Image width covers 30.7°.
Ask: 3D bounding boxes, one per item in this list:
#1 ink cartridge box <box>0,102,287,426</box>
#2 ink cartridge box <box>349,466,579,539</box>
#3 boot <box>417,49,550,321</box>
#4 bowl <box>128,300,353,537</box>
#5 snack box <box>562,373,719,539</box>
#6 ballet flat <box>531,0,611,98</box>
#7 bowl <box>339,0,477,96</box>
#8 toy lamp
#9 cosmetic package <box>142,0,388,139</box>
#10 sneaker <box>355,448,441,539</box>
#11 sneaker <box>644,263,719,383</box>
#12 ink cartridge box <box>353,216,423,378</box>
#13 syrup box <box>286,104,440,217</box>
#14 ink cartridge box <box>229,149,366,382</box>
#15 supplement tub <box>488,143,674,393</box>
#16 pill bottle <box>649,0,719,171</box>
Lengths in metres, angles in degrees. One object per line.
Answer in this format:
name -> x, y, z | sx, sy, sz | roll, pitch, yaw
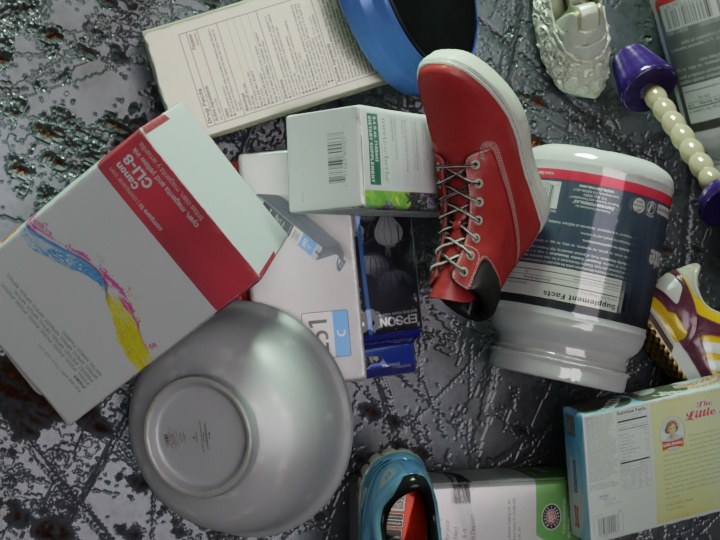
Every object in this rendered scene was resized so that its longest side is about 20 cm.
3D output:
ink cartridge box -> -0.185, -0.008, 1.031 | 0.200, 0.145, 0.145 | -37, 100, 13
ink cartridge box -> 0.090, 0.254, 1.172 | 0.199, 0.084, 0.147 | 1, 90, -14
boot -> 0.079, -0.059, 1.026 | 0.145, 0.072, 0.200 | -57, 135, -32
bowl -> -0.113, 0.127, 1.064 | 0.200, 0.090, 0.202 | 1, 93, 19
snack box -> 0.277, 0.162, 1.164 | 0.199, 0.037, 0.117 | -9, 100, -21
ballet flat -> 0.191, -0.256, 1.203 | 0.071, 0.072, 0.201 | -15, 95, -14
bowl -> 0.040, -0.249, 1.101 | 0.200, 0.039, 0.202 | 30, 54, -52
toy lamp -> 0.281, -0.128, 1.170 | 0.058, 0.201, 0.058 | -13, 139, -12
cosmetic package -> -0.076, -0.181, 1.114 | 0.199, 0.071, 0.106 | -17, 98, -6
sneaker -> 0.027, 0.250, 1.067 | 0.078, 0.090, 0.201 | 0, 92, -13
sneaker -> 0.340, 0.090, 1.243 | 0.090, 0.075, 0.200 | -36, 100, -6
ink cartridge box -> 0.000, 0.000, 1.169 | 0.099, 0.039, 0.201 | -8, 93, -16
syrup box -> 0.032, -0.086, 1.086 | 0.199, 0.081, 0.079 | -1, 89, -51
ink cartridge box -> -0.090, 0.001, 1.118 | 0.175, 0.045, 0.201 | -6, 91, -1
supplement tub -> 0.194, -0.002, 1.168 | 0.140, 0.140, 0.201 | 12, 88, -15
pill bottle -> 0.348, -0.180, 1.221 | 0.113, 0.114, 0.201 | -18, 96, -14
